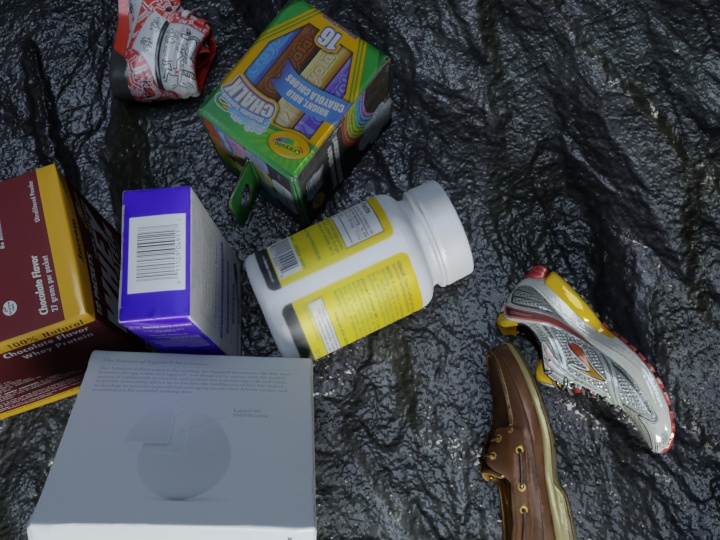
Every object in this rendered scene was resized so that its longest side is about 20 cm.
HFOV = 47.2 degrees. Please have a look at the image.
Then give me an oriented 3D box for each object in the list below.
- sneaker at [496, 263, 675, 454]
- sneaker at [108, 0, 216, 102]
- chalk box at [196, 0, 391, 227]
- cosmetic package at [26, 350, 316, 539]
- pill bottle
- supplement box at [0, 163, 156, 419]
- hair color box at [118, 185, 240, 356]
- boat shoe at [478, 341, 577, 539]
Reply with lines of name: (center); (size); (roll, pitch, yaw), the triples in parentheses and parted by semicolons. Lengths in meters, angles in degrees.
sneaker: (0.207, 0.092, 0.763); (0.082, 0.078, 0.200); (-40, 65, -5)
sneaker: (-0.210, -0.281, 0.903); (0.105, 0.067, 0.207); (0, 76, 2)
chalk box: (-0.073, -0.138, 0.819); (0.123, 0.125, 0.201); (35, 77, 13)
cosmetic package: (-0.136, 0.173, 0.664); (0.194, 0.126, 0.201); (3, 31, -5)
pill bottle: (0.000, 0.000, 0.777); (0.196, 0.115, 0.116); (-24, 73, -4)
supplement box: (-0.313, 0.033, 0.740); (0.193, 0.201, 0.136); (-18, 72, -2)
hair color box: (-0.155, 0.015, 0.736); (0.063, 0.200, 0.112); (-4, 72, 4)
boat shoe: (0.139, 0.167, 0.738); (0.066, 0.072, 0.205); (-10, 75, -2)
